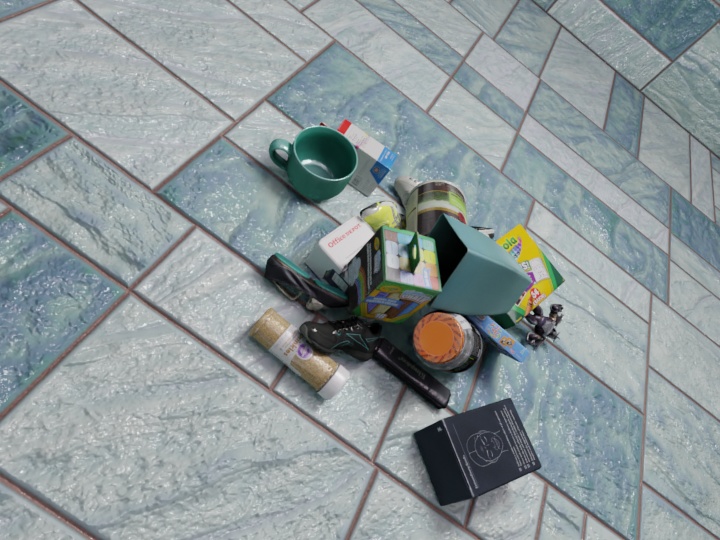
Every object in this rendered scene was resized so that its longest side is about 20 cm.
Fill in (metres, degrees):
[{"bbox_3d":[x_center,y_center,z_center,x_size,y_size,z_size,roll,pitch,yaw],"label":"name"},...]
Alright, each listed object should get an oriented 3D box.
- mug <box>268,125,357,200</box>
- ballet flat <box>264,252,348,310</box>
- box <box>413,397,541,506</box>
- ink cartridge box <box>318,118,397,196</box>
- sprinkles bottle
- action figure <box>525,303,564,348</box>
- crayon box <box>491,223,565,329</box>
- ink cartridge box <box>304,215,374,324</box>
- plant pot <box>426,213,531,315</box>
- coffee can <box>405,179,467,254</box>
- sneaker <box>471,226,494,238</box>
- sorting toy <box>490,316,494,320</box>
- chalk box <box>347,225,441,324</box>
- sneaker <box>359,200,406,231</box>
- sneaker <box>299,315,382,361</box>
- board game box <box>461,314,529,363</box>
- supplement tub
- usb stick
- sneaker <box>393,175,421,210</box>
[{"bbox_3d":[-0.108,-0.251,1.257,0.185,0.114,0.152,40,57,2],"label":"mug"},{"bbox_3d":[-0.110,0.039,1.108,0.200,0.073,0.073,31,49,-10],"label":"ballet flat"},{"bbox_3d":[0.233,0.359,1.076,0.200,0.107,0.149,-5,63,-34],"label":"box"},{"bbox_3d":[-0.025,-0.289,1.339,0.200,0.116,0.067,34,49,-9],"label":"ink cartridge box"},{"bbox_3d":[-0.116,0.158,1.020,0.200,0.068,0.068,40,48,-2],"label":"sprinkles bottle"},{"bbox_3d":[0.439,0.117,1.343,0.200,0.069,0.130,42,76,-22],"label":"action figure"},{"bbox_3d":[0.352,0.012,1.253,0.200,0.058,0.173,-33,83,-29],"label":"crayon box"},{"bbox_3d":[0.000,0.000,1.184,0.200,0.084,0.145,48,48,3],"label":"ink cartridge box"},{"bbox_3d":[0.231,0.006,1.092,0.200,0.142,0.141,18,28,-25],"label":"plant pot"},{"bbox_3d":[0.174,-0.093,1.238,0.146,0.146,0.200,24,42,-16],"label":"coffee can"},{"bbox_3d":[0.294,-0.073,1.437,0.200,0.074,0.080,-16,108,-47],"label":"sneaker"},{"bbox_3d":[0.337,0.054,1.355,0.200,0.107,0.180,-31,87,-42],"label":"sorting toy"},{"bbox_3d":[0.072,0.002,1.038,0.124,0.200,0.125,13,58,-24],"label":"chalk box"},{"bbox_3d":[0.069,-0.104,1.261,0.200,0.075,0.077,20,50,-56],"label":"sneaker"},{"bbox_3d":[-0.035,0.119,1.050,0.200,0.079,0.075,21,18,-47],"label":"sneaker"},{"bbox_3d":[0.280,0.126,1.240,0.200,0.151,0.037,40,89,-3],"label":"board game box"},{"bbox_3d":[0.180,0.148,1.114,0.123,0.122,0.200,66,12,19],"label":"supplement tub"},{"bbox_3d":[0.108,0.218,1.141,0.200,0.033,0.055,39,49,-3],"label":"usb stick"},{"bbox_3d":[0.149,-0.161,1.396,0.081,0.075,0.200,-33,80,-32],"label":"sneaker"}]
